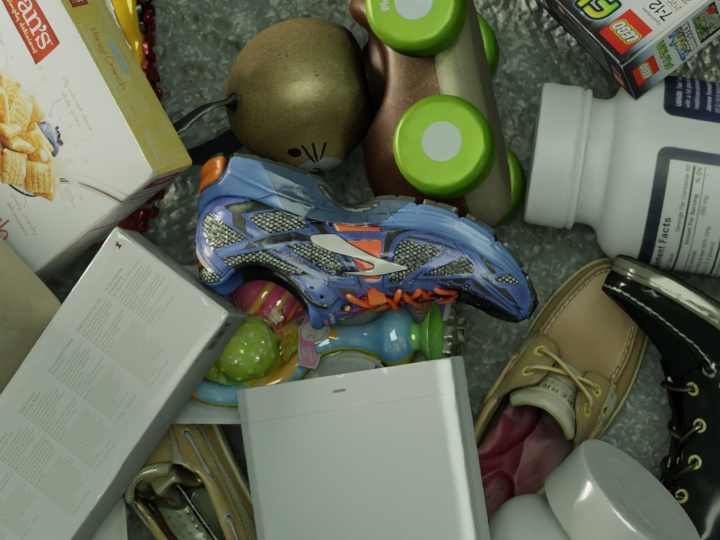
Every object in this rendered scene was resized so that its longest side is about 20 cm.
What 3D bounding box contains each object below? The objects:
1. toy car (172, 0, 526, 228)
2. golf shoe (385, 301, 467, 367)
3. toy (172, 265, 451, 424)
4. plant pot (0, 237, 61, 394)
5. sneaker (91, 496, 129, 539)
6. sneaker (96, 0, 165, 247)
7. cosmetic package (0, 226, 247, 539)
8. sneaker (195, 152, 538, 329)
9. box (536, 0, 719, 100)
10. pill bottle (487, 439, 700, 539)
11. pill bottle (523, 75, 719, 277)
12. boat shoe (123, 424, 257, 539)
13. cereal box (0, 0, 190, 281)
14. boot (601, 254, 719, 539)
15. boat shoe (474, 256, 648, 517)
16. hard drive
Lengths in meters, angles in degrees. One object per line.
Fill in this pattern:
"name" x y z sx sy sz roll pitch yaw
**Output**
"toy car" -0.019 -0.084 1.507 0.199 0.164 0.159 -12 82 9
"golf shoe" 0.003 0.095 1.522 0.097 0.078 0.201 15 82 9
"toy" -0.051 0.030 1.489 0.198 0.047 0.116 2 49 12
"plant pot" -0.323 0.027 1.436 0.200 0.177 0.200 45 105 20
"sneaker" -0.183 0.136 1.527 0.080 0.070 0.201 -32 90 -9
"sneaker" -0.160 -0.108 1.554 0.082 0.078 0.201 -9 73 4
"cosmetic package" -0.154 0.082 1.451 0.082 0.051 0.201 37 95 9
"sneaker" 0.000 0.000 1.444 0.199 0.075 0.079 14 75 8
"box" 0.141 -0.197 1.526 0.110 0.035 0.200 -38 53 -4
"pill bottle" 0.091 0.195 1.456 0.110 0.110 0.200 44 109 6
"pill bottle" 0.197 -0.053 1.516 0.198 0.111 0.112 9 83 2
"boat shoe" -0.111 0.114 1.501 0.072 0.076 0.200 -48 70 15
"cereal box" -0.199 -0.071 1.500 0.200 0.039 0.144 -36 80 37
"boot" 0.184 0.104 1.497 0.203 0.073 0.154 40 87 -16
"boat shoe" 0.110 0.082 1.523 0.074 0.066 0.201 28 84 4
"hard drive" 0.008 0.155 1.419 0.131 0.026 0.202 -9 88 25
